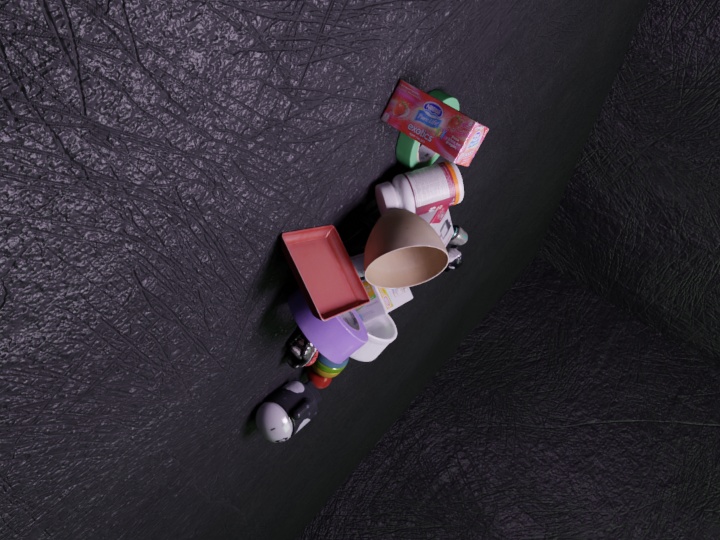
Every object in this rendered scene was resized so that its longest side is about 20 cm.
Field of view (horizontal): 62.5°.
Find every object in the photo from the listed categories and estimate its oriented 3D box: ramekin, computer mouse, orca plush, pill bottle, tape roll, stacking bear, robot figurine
[{"bbox_3d":[-0.006,0.156,1.636,0.098,0.200,0.200,-54,160,21],"label":"ramekin"},{"bbox_3d":[0.000,0.000,1.499,0.109,0.044,0.200,-19,170,5],"label":"computer mouse"},{"bbox_3d":[0.228,-0.021,1.730,0.105,0.199,0.072,-38,116,-39],"label":"orca plush"},{"bbox_3d":[0.142,-0.191,1.452,0.198,0.110,0.110,-18,149,-9],"label":"pill bottle"},{"bbox_3d":[0.166,-0.340,1.460,0.200,0.048,0.201,-45,157,-25],"label":"tape roll"},{"bbox_3d":[-0.074,0.112,1.388,0.085,0.201,0.200,-39,161,9],"label":"tape roll"},{"bbox_3d":[-0.098,0.261,1.720,0.121,0.113,0.201,-27,151,-50],"label":"stacking bear"},{"bbox_3d":[-0.200,0.393,1.663,0.200,0.124,0.151,-34,148,-44],"label":"robot figurine"}]

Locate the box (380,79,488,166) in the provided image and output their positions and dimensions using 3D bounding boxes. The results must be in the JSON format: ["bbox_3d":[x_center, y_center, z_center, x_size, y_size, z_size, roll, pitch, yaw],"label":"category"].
[{"bbox_3d":[0.159,-0.314,1.272,0.102,0.199,0.095,-7,130,-61],"label":"box"}]

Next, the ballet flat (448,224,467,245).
[{"bbox_3d":[0.238,-0.104,1.768,0.063,0.199,0.068,29,80,-35],"label":"ballet flat"}]

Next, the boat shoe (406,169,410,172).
[{"bbox_3d":[0.120,-0.198,1.559,0.201,0.056,0.069,-56,159,2],"label":"boat shoe"}]

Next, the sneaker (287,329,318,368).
[{"bbox_3d":[-0.137,0.180,1.554,0.098,0.071,0.202,-24,144,-57],"label":"sneaker"}]

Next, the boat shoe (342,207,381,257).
[{"bbox_3d":[0.026,-0.103,1.480,0.200,0.075,0.062,-42,162,-17],"label":"boat shoe"}]

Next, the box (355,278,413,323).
[{"bbox_3d":[0.042,0.066,1.569,0.112,0.102,0.200,-25,178,25],"label":"box"}]

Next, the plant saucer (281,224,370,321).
[{"bbox_3d":[-0.081,0.005,1.293,0.037,0.201,0.199,-31,173,32],"label":"plant saucer"}]

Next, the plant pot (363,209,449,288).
[{"bbox_3d":[0.095,-0.062,1.397,0.198,0.136,0.201,-9,152,-5],"label":"plant pot"}]

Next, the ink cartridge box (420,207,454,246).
[{"bbox_3d":[0.174,-0.103,1.597,0.148,0.085,0.200,-57,155,-10],"label":"ink cartridge box"}]
